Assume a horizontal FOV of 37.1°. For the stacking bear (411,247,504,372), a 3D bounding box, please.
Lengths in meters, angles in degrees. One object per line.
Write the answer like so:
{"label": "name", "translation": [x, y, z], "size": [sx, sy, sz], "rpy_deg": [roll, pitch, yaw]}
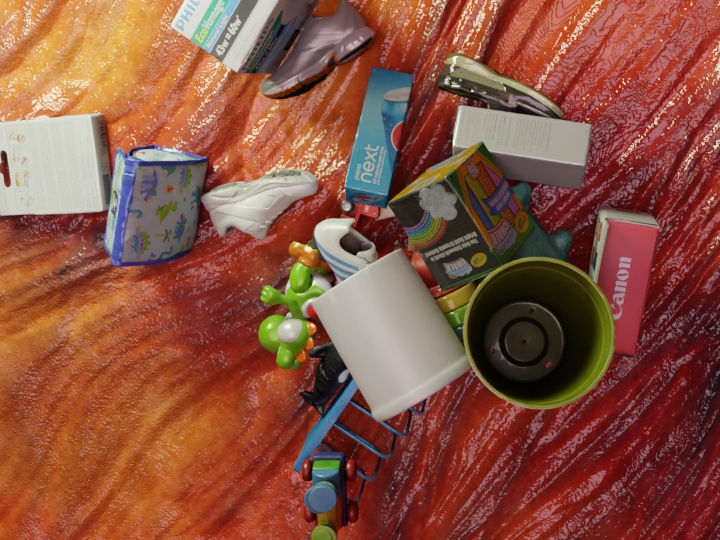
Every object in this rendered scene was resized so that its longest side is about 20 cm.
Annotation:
{"label": "stacking bear", "translation": [0.144, 0.048, 1.653], "size": [0.113, 0.121, 0.201], "rpy_deg": [-27, 96, -17]}

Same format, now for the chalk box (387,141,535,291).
{"label": "chalk box", "translation": [0.160, -0.060, 1.560], "size": [0.125, 0.124, 0.200], "rpy_deg": [-22, 106, 43]}

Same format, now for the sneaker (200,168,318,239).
{"label": "sneaker", "translation": [-0.152, -0.103, 1.725], "size": [0.199, 0.078, 0.100], "rpy_deg": [-11, 105, 21]}

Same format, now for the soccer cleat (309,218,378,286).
{"label": "soccer cleat", "translation": [0.000, 0.000, 1.673], "size": [0.086, 0.070, 0.200], "rpy_deg": [-12, 129, 33]}

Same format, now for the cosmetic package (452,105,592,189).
{"label": "cosmetic package", "translation": [0.240, -0.184, 1.608], "size": [0.199, 0.102, 0.074], "rpy_deg": [8, 75, 7]}

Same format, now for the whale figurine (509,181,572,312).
{"label": "whale figurine", "translation": [0.246, -0.032, 1.641], "size": [0.159, 0.104, 0.201], "rpy_deg": [-13, 96, 13]}

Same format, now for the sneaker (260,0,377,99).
{"label": "sneaker", "translation": [-0.077, -0.343, 1.667], "size": [0.200, 0.076, 0.092], "rpy_deg": [-31, 86, 7]}

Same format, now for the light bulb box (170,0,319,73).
{"label": "light bulb box", "translation": [-0.154, -0.407, 1.596], "size": [0.125, 0.200, 0.199], "rpy_deg": [35, 105, 3]}

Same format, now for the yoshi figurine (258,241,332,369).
{"label": "yoshi figurine", "translation": [-0.112, 0.055, 1.718], "size": [0.112, 0.112, 0.201], "rpy_deg": [15, 92, -14]}

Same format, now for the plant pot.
{"label": "plant pot", "translation": [0.239, 0.095, 1.505], "size": [0.200, 0.193, 0.201], "rpy_deg": [0, 82, 2]}

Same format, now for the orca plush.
{"label": "orca plush", "translation": [-0.055, 0.133, 1.692], "size": [0.071, 0.105, 0.200], "rpy_deg": [17, 128, -24]}

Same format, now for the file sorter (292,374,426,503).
{"label": "file sorter", "translation": [0.004, 0.249, 1.724], "size": [0.122, 0.139, 0.200], "rpy_deg": [33, 105, -1]}

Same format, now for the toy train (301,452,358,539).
{"label": "toy train", "translation": [-0.049, 0.390, 1.635], "size": [0.084, 0.116, 0.201], "rpy_deg": [-1, 104, 5]}

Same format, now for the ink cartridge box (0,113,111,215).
{"label": "ink cartridge box", "translation": [-0.515, -0.174, 1.794], "size": [0.199, 0.050, 0.163], "rpy_deg": [-1, 101, 19]}

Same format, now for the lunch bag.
{"label": "lunch bag", "translation": [-0.333, -0.103, 1.687], "size": [0.127, 0.200, 0.171], "rpy_deg": [12, 103, 8]}

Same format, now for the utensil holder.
{"label": "utensil holder", "translation": [0.044, 0.094, 1.566], "size": [0.170, 0.170, 0.200], "rpy_deg": [-33, 87, 14]}

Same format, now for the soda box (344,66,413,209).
{"label": "soda box", "translation": [0.029, -0.201, 1.626], "size": [0.068, 0.064, 0.201], "rpy_deg": [12, 75, 2]}

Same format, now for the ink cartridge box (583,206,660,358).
{"label": "ink cartridge box", "translation": [0.381, 0.019, 1.588], "size": [0.084, 0.176, 0.201], "rpy_deg": [9, 102, 8]}

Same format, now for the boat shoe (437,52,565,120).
{"label": "boat shoe", "translation": [0.210, -0.259, 1.619], "size": [0.200, 0.073, 0.065], "rpy_deg": [28, 92, 14]}

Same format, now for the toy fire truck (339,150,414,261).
{"label": "toy fire truck", "translation": [0.044, -0.102, 1.694], "size": [0.141, 0.049, 0.201], "rpy_deg": [19, 102, 6]}
